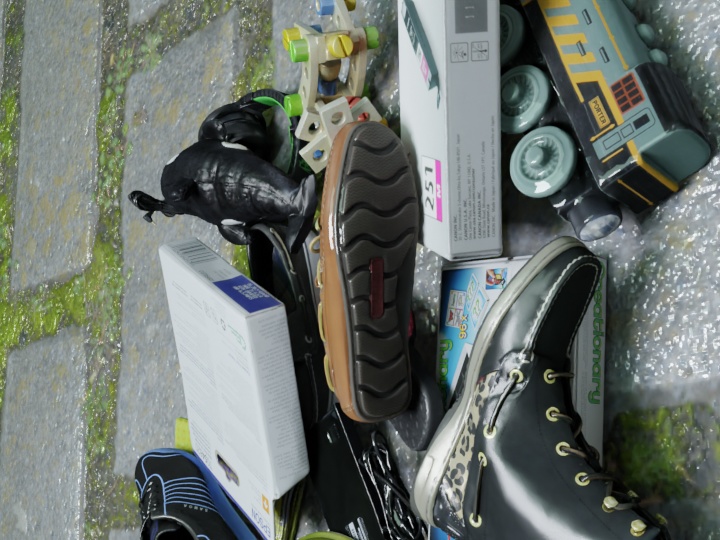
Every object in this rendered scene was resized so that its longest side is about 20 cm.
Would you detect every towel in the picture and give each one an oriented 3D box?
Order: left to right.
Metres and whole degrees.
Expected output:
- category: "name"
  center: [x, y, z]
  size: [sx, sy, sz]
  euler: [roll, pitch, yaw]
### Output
- category: "towel"
  center: [-0.121, 0.219, 1.000]
  size: [0.199, 0.023, 0.146]
  euler: [13, 93, 49]

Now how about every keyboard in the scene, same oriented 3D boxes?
- category: "keyboard"
  center: [0.019, 0.197, 0.834]
  size: [0.104, 0.039, 0.202]
  euler: [-46, 60, 49]

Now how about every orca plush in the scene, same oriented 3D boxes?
- category: "orca plush"
  center: [-0.118, -0.054, 0.904]
  size: [0.199, 0.071, 0.106]
  euler: [33, 132, 41]

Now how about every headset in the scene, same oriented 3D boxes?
- category: "headset"
  center: [-0.123, -0.090, 1.013]
  size: [0.199, 0.093, 0.125]
  euler: [-24, 64, 42]

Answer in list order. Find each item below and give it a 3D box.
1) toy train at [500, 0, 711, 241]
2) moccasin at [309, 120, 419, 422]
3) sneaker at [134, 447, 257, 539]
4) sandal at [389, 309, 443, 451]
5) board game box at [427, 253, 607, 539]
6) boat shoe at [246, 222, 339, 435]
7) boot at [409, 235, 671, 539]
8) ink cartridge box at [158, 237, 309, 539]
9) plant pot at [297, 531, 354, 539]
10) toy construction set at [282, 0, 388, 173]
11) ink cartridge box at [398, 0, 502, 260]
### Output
- category: "toy train"
  center: [0.144, -0.119, 0.728]
  size: [0.113, 0.085, 0.202]
  euler: [-32, 56, 26]
- category: "moccasin"
  center: [0.001, 0.000, 0.771]
  size: [0.078, 0.073, 0.204]
  euler: [19, 118, 61]
- category: "sneaker"
  center: [-0.161, 0.214, 0.972]
  size: [0.199, 0.077, 0.071]
  euler: [32, 106, 48]
- category: "sandal"
  center: [0.021, 0.057, 0.846]
  size: [0.201, 0.045, 0.076]
  euler: [55, 142, 44]
- category: "board game box"
  center: [0.104, 0.093, 0.757]
  size: [0.125, 0.034, 0.203]
  euler: [-5, 78, 47]
- category: "boat shoe"
  center: [-0.061, 0.050, 0.932]
  size: [0.070, 0.066, 0.203]
  euler: [-26, 63, 43]
- category: "boot"
  center: [0.127, 0.100, 0.659]
  size: [0.153, 0.073, 0.205]
  euler: [36, 107, 39]
- category: "ink cartridge box"
  center: [-0.104, 0.094, 0.921]
  size: [0.199, 0.040, 0.203]
  euler: [32, 131, 56]
- category: "plant pot"
  center: [-0.084, 0.303, 0.784]
  size: [0.199, 0.191, 0.203]
  euler: [4, 95, 50]
- category: "toy construction set"
  center: [-0.010, -0.124, 0.868]
  size: [0.201, 0.091, 0.132]
  euler: [-101, 11, -54]
- category: "ink cartridge box"
  center: [0.047, -0.122, 0.775]
  size: [0.173, 0.043, 0.203]
  euler: [-147, 53, -69]
